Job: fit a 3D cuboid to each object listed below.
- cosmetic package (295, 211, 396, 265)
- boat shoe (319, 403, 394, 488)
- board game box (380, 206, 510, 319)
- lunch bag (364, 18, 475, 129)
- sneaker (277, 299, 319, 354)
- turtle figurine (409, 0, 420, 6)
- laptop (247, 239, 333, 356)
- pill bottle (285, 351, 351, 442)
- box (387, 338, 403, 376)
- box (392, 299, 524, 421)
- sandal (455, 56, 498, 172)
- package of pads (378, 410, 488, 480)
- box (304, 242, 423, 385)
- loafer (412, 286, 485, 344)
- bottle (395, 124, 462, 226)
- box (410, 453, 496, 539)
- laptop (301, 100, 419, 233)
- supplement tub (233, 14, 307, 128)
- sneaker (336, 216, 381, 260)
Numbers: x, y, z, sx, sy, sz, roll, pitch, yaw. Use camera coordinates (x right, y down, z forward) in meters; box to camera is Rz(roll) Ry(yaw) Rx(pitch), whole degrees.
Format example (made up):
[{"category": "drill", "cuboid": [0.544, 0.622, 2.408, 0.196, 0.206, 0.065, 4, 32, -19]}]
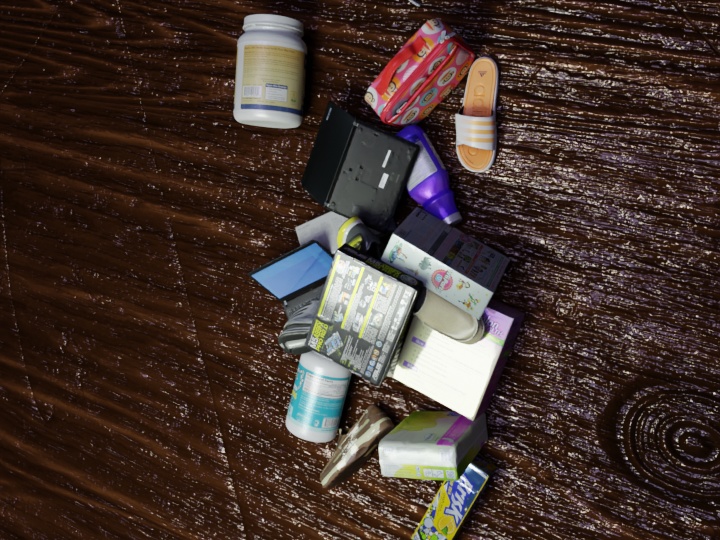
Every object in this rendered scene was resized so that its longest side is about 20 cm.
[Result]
[{"category": "cosmetic package", "cuboid": [-0.030, -0.083, 1.479, 0.197, 0.050, 0.084, -21, 81, 24]}, {"category": "boat shoe", "cuboid": [-0.017, 0.350, 1.490, 0.202, 0.074, 0.075, -46, 60, 13]}, {"category": "board game box", "cuboid": [0.153, -0.018, 1.303, 0.198, 0.148, 0.065, 30, 122, 9]}, {"category": "lunch bag", "cuboid": [0.103, -0.355, 1.336, 0.200, 0.175, 0.082, -46, 71, 21]}, {"category": "sneaker", "cuboid": [-0.056, 0.094, 1.420, 0.196, 0.116, 0.077, -6, 129, 19]}, {"category": "turtle figurine", "cuboid": [0.064, -0.616, 1.400, 0.196, 0.197, 0.145, 62, 145, 34]}, {"category": "laptop", "cuboid": [-0.104, 0.064, 1.493, 0.175, 0.103, 0.203, -24, 82, 24]}, {"category": "pill bottle", "cuboid": [-0.079, 0.231, 1.485, 0.109, 0.110, 0.204, 18, 99, 23]}, {"category": "box", "cuboid": [0.053, 0.094, 1.429, 0.081, 0.068, 0.204, 14, 100, 3]}, {"category": "box", "cuboid": [0.180, 0.139, 1.366, 0.174, 0.096, 0.203, 24, 103, 22]}, {"category": "sandal", "cuboid": [0.209, -0.288, 1.353, 0.078, 0.059, 0.211, 5, 94, 25]}, {"category": "package of pads", "cuboid": [0.132, 0.311, 1.339, 0.152, 0.199, 0.070, -4, 96, 25]}, {"category": "box", "cuboid": [0.003, 0.078, 1.293, 0.158, 0.044, 0.203, 26, 114, 13]}, {"category": "loafer", "cuboid": [0.127, 0.065, 1.297, 0.198, 0.068, 0.077, 34, 106, 20]}, {"category": "bottle", "cuboid": [0.125, -0.172, 1.395, 0.083, 0.065, 0.202, -34, 78, 26]}, {"category": "box", "cuboid": [0.177, 0.440, 1.399, 0.069, 0.064, 0.203, 32, 106, 21]}, {"category": "laptop", "cuboid": [-0.006, -0.200, 1.418, 0.197, 0.103, 0.180, 22, 108, 0]}, {"category": "supplement tub", "cuboid": [-0.180, -0.396, 1.485, 0.142, 0.144, 0.205, 7, 96, 24]}, {"category": "sneaker", "cuboid": [0.000, 0.000, 1.393, 0.084, 0.074, 0.203, 37, 146, 39]}]
